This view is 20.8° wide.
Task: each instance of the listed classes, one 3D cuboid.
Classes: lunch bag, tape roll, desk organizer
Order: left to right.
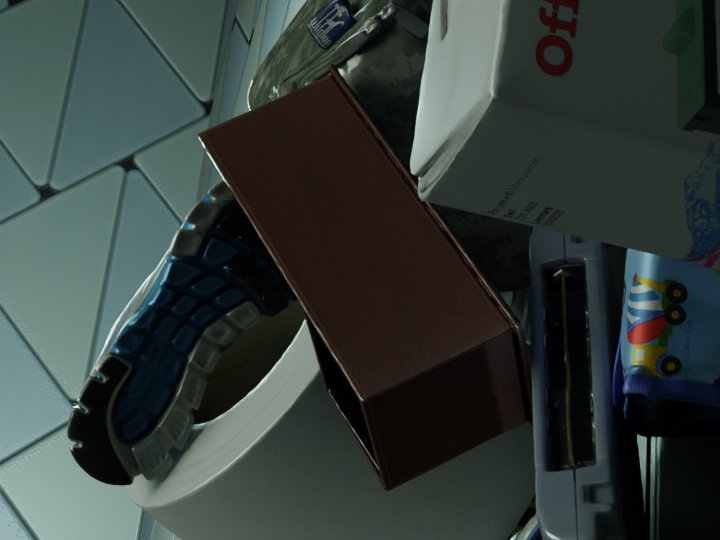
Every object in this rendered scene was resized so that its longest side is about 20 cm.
[{"bbox_3d":[-0.010,0.083,1.047,0.203,0.139,0.203,-41,21,19],"label":"tape roll"},{"bbox_3d":[0.000,0.000,0.914,0.200,0.077,0.072,57,167,42],"label":"desk organizer"},{"bbox_3d":[0.054,-0.088,1.044,0.140,0.200,0.168,-53,15,-15],"label":"lunch bag"},{"bbox_3d":[0.151,-0.009,0.825,0.200,0.093,0.152,88,-171,-81],"label":"lunch bag"}]

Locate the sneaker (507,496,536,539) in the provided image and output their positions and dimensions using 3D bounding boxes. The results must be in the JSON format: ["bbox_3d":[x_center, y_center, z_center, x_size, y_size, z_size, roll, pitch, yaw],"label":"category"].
[{"bbox_3d":[0.055,0.189,1.085,0.084,0.074,0.201,124,167,-65],"label":"sneaker"}]

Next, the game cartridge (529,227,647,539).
[{"bbox_3d":[0.104,0.085,0.882,0.201,0.041,0.134,-86,-20,-47],"label":"game cartridge"}]

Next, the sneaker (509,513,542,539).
[{"bbox_3d":[0.082,0.196,0.917,0.201,0.075,0.088,-91,18,-49],"label":"sneaker"}]

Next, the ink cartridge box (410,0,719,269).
[{"bbox_3d":[0.129,-0.081,0.666,0.084,0.199,0.146,127,154,-66],"label":"ink cartridge box"}]

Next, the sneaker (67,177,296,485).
[{"bbox_3d":[-0.089,0.017,1.028,0.200,0.075,0.087,-51,14,-6],"label":"sneaker"}]

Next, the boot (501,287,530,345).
[{"bbox_3d":[0.065,0.002,1.175,0.074,0.095,0.201,130,151,-67],"label":"boot"}]
